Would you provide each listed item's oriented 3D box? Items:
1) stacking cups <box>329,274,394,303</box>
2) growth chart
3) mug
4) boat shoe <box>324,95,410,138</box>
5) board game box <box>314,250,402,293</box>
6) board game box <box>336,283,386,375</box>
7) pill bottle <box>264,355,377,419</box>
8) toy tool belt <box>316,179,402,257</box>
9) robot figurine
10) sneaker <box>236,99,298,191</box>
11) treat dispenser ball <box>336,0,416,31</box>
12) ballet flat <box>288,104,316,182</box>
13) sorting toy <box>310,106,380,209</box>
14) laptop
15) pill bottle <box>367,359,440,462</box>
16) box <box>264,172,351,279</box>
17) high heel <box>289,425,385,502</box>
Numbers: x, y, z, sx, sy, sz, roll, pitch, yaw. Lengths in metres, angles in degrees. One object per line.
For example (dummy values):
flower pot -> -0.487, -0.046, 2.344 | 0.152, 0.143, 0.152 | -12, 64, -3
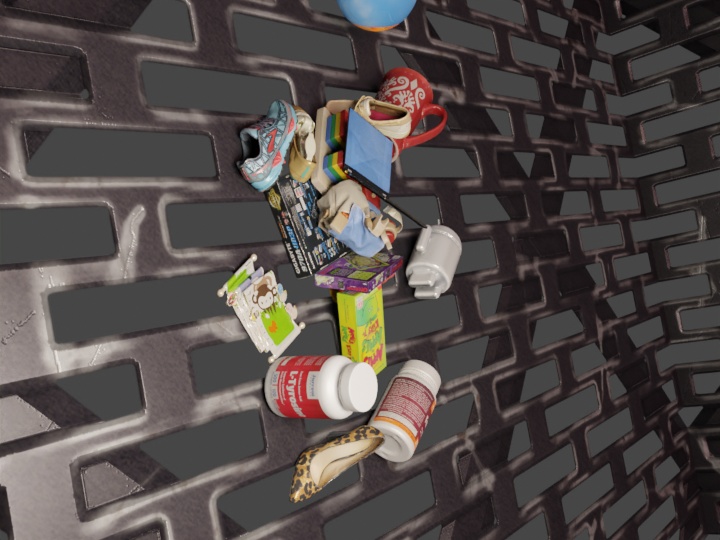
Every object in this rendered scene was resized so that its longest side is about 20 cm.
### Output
stacking cups -> 0.013, 0.023, 1.773 | 0.199, 0.060, 0.062 | -18, 94, -53
growth chart -> -0.182, 0.070, 1.546 | 0.202, 0.017, 0.146 | 58, 43, -26
mug -> 0.091, -0.354, 1.886 | 0.202, 0.175, 0.135 | -61, 139, -34
boat shoe -> 0.016, -0.344, 1.775 | 0.070, 0.196, 0.075 | 97, 4, -60
board game box -> 0.000, 0.000, 1.681 | 0.200, 0.118, 0.033 | -34, 133, -62
board game box -> 0.004, 0.125, 1.690 | 0.101, 0.047, 0.204 | -33, 126, -51
pill bottle -> -0.071, 0.212, 1.494 | 0.111, 0.197, 0.115 | 10, 77, -51
toy tool belt -> 0.005, -0.080, 1.650 | 0.198, 0.125, 0.124 | 31, 32, -34
robot figurine -> 0.175, -0.026, 1.942 | 0.171, 0.111, 0.202 | 64, 38, -40
sneaker -> -0.184, -0.259, 1.584 | 0.095, 0.078, 0.204 | 34, 55, -38
treat dispenser ball -> 0.036, -0.651, 1.866 | 0.199, 0.198, 0.205 | 17, 67, -47
ballet flat -> -0.113, -0.268, 1.646 | 0.068, 0.063, 0.203 | 16, 51, -33
sorting toy -> -0.019, -0.217, 1.737 | 0.199, 0.068, 0.203 | 47, 36, -45
laptop -> 0.057, -0.206, 1.669 | 0.117, 0.199, 0.186 | -56, 145, 6
pill bottle -> 0.095, 0.296, 1.756 | 0.115, 0.113, 0.201 | 56, 44, -24
box -> -0.103, -0.106, 1.668 | 0.158, 0.045, 0.203 | -34, 107, -50
high heel -> -0.043, 0.362, 1.540 | 0.200, 0.141, 0.072 | -46, 115, -47
